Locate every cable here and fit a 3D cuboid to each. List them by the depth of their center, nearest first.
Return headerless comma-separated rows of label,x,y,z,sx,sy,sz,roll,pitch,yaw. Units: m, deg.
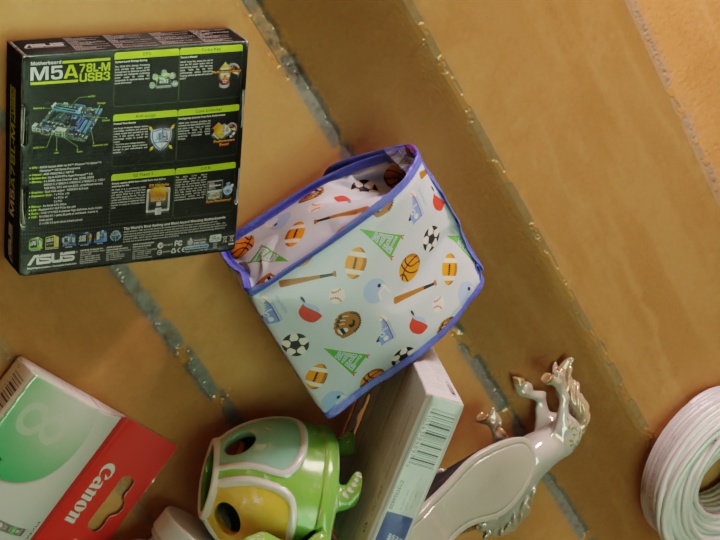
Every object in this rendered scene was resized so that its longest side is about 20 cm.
cable,0.401,0.225,2.016,0.199,0.069,0.201,-23,124,-19

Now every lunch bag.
lunch bag,0.000,0.000,1.626,0.200,0.124,0.170,-34,126,-3

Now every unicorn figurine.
unicorn figurine,0.165,0.189,1.850,0.200,0.074,0.138,-32,122,-11

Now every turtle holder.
turtle holder,-0.081,0.220,1.655,0.131,0.186,0.141,14,144,-12

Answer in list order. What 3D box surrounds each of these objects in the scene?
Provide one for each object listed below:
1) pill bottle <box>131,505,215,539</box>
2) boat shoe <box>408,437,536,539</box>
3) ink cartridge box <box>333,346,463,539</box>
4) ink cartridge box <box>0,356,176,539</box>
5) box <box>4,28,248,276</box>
pill bottle,-0.203,0.322,1.668,0.112,0.112,0.200,34,93,-38
boat shoe,0.086,0.226,1.753,0.200,0.060,0.074,-40,115,-24
ink cartridge box,0.026,0.169,1.676,0.040,0.200,0.200,18,105,-15
ink cartridge box,-0.270,0.187,1.602,0.200,0.050,0.161,36,92,-36
box,-0.195,-0.100,1.505,0.199,0.047,0.194,-8,115,-27
